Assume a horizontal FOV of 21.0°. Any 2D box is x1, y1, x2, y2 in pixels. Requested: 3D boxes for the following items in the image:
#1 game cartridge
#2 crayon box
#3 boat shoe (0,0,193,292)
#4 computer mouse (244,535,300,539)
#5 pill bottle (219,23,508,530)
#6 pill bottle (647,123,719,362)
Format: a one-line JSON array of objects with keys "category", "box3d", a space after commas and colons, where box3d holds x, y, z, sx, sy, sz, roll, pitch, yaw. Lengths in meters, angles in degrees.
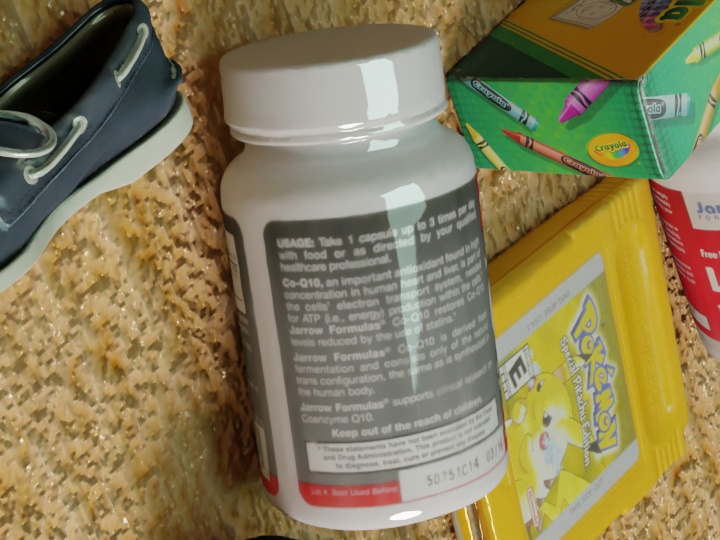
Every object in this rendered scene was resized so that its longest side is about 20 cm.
[{"category": "game cartridge", "box3d": [0.112, 0.065, 1.051, 0.199, 0.032, 0.178, -34, 120, -41]}, {"category": "crayon box", "box3d": [0.150, -0.125, 1.006, 0.200, 0.118, 0.059, -45, 126, -37]}, {"category": "boat shoe", "box3d": [-0.134, -0.039, 0.718, 0.200, 0.074, 0.062, -42, 126, -40]}, {"category": "computer mouse", "box3d": [-0.031, 0.179, 0.889, 0.200, 0.052, 0.140, 44, 62, -55]}, {"category": "pill bottle", "box3d": [0.000, 0.000, 0.849, 0.113, 0.113, 0.202, -23, 112, -45]}, {"category": "pill bottle", "box3d": [0.223, -0.048, 1.105, 0.112, 0.111, 0.201, -49, 129, -34]}]
